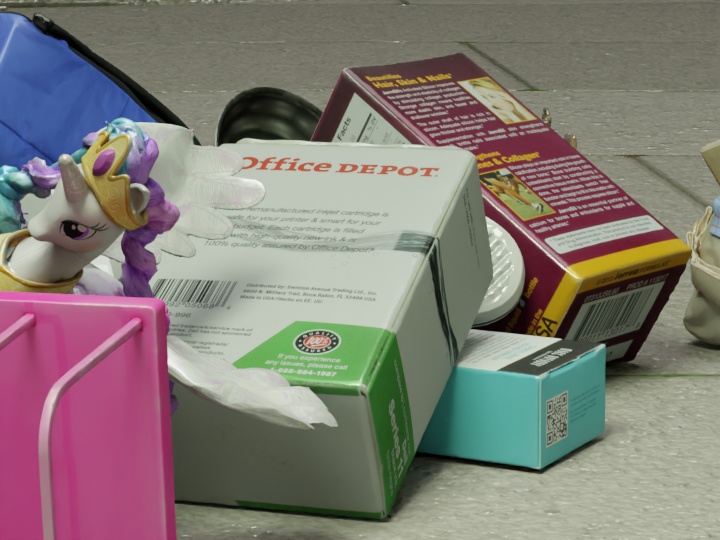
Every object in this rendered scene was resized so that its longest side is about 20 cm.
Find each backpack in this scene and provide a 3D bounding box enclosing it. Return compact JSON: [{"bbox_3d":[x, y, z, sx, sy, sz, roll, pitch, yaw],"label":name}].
[{"bbox_3d":[-0.207,-0.056,1.786,0.200,0.168,0.162,33,-10,-37],"label":"backpack"}]

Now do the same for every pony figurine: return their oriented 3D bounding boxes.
[{"bbox_3d":[-0.122,0.018,1.244,0.200,0.167,0.193,-39,-30,22],"label":"pony figurine"}]

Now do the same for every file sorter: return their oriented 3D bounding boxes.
[{"bbox_3d":[-0.188,0.090,1.126,0.199,0.139,0.125,2,15,15],"label":"file sorter"}]

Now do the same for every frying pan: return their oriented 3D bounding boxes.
[{"bbox_3d":[-0.014,-0.037,1.679,0.190,0.115,0.031,29,-42,-28],"label":"frying pan"}]

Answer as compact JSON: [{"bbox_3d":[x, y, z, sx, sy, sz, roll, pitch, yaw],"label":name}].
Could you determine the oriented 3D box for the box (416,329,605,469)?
[{"bbox_3d":[0.021,0.060,1.477,0.199,0.049,0.082,6,13,29],"label":"box"}]

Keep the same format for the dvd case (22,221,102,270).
[{"bbox_3d":[-0.222,0.033,1.363,0.146,0.022,0.200,32,46,18],"label":"dvd case"}]

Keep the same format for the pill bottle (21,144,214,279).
[{"bbox_3d":[-0.109,-0.015,1.688,0.114,0.114,0.200,11,16,44],"label":"pill bottle"}]

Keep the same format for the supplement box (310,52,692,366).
[{"bbox_3d":[0.073,-0.031,1.618,0.110,0.086,0.200,-13,47,-48],"label":"supplement box"}]

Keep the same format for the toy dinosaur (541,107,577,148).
[{"bbox_3d":[0.079,-0.054,1.977,0.135,0.086,0.200,-14,31,-14],"label":"toy dinosaur"}]

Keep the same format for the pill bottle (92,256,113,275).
[{"bbox_3d":[-0.228,0.034,1.455,0.199,0.113,0.112,-4,12,-17],"label":"pill bottle"}]

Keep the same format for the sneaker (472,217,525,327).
[{"bbox_3d":[0.000,0.000,1.569,0.199,0.079,0.079,9,-24,19],"label":"sneaker"}]

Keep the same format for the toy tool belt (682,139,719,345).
[{"bbox_3d":[0.284,-0.012,1.632,0.200,0.123,0.125,8,14,34],"label":"toy tool belt"}]

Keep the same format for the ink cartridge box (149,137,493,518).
[{"bbox_3d":[-0.029,0.023,1.398,0.146,0.083,0.200,3,37,20],"label":"ink cartridge box"}]
